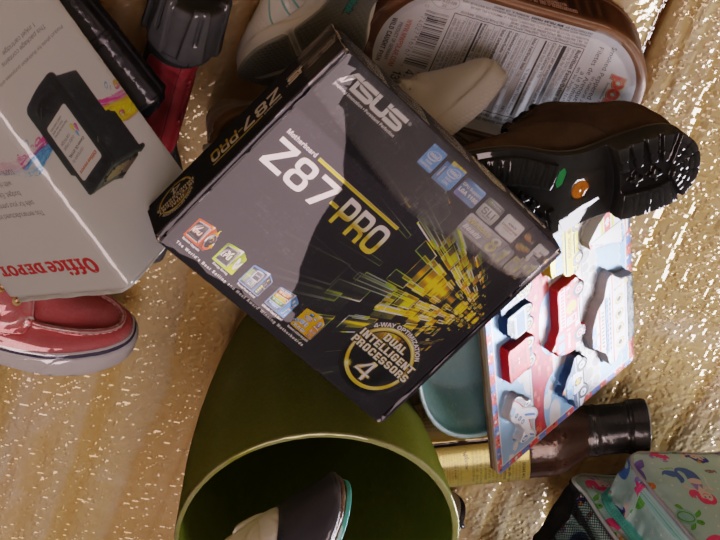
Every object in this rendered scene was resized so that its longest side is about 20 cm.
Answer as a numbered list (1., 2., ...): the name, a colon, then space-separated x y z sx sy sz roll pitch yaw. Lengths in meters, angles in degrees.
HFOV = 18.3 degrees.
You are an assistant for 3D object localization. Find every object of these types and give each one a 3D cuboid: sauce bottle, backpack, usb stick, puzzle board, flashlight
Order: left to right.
1. usb stick: -0.194 -0.169 1.358 0.055 0.033 0.200 -25 110 39
2. flashlight: -0.127 -0.097 1.433 0.068 0.068 0.201 31 131 12
3. sauce bottle: 0.113 0.124 1.640 0.199 0.065 0.065 -3 128 -3
4. puzzle board: 0.139 0.030 1.536 0.150 0.017 0.201 -36 139 -29
5. backpack: 0.246 0.232 1.635 0.177 0.201 0.151 5 134 -38

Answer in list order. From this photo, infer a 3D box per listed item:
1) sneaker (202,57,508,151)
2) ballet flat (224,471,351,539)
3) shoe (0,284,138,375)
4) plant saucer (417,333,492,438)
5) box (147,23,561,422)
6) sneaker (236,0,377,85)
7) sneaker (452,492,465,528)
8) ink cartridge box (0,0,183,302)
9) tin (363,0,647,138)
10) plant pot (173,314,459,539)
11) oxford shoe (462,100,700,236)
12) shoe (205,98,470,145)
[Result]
1. sneaker: -0.006 -0.096 1.409 0.199 0.075 0.089 -30 92 0
2. ballet flat: -0.063 0.205 1.427 0.073 0.073 0.201 10 129 -14
3. shoe: -0.243 0.007 1.502 0.199 0.072 0.091 11 132 -9
4. plant saucer: 0.097 0.017 1.521 0.200 0.036 0.201 -30 135 -35
5. box: -0.002 -0.024 1.344 0.161 0.049 0.200 -44 117 9
6. sneaker: -0.020 -0.184 1.385 0.070 0.081 0.200 6 149 -29
7. sneaker: -0.014 0.224 1.707 0.090 0.067 0.200 32 115 -24
8. ink cartridge box: -0.211 -0.085 1.361 0.145 0.083 0.200 -4 128 50
9. tin: 0.091 -0.137 1.452 0.199 0.042 0.112 13 130 -16
10. plant pot: -0.036 0.114 1.528 0.186 0.200 0.188 -3 128 -4
11. oxford shoe: 0.109 -0.066 1.425 0.199 0.085 0.073 -9 126 -21
12. shoe: -0.009 -0.080 1.480 0.199 0.053 0.070 11 105 -20
